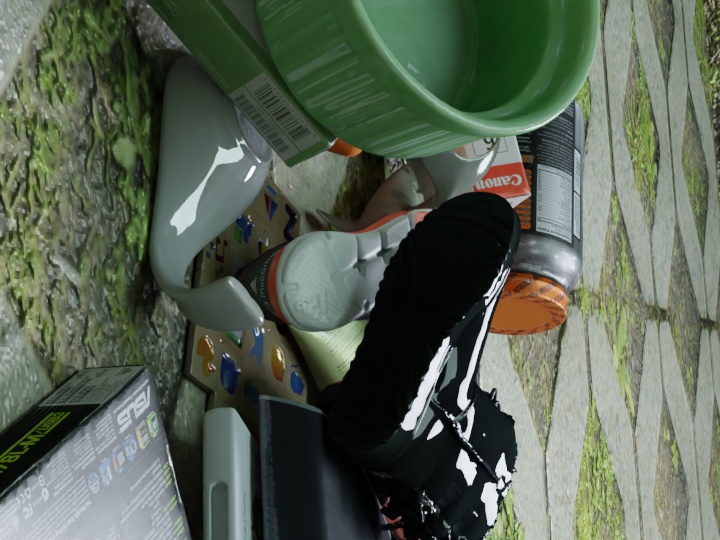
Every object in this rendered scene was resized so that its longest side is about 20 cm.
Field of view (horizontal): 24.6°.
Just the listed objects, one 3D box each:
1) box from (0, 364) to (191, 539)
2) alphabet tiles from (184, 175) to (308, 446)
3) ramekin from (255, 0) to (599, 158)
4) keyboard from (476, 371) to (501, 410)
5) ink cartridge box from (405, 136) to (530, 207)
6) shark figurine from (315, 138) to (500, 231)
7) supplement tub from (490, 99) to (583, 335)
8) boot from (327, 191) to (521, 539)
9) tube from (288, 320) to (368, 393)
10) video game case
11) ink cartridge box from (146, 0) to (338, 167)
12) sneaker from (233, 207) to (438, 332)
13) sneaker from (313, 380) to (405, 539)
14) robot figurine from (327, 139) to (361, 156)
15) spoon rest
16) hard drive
[{"bbox_3d":[-0.136,0.170,0.786,0.200,0.047,0.195,-48,131,-64],"label":"box"},{"bbox_3d":[-0.067,0.033,1.054,0.166,0.006,0.202,48,41,-58],"label":"alphabet tiles"},{"bbox_3d":[0.034,-0.162,0.948,0.199,0.097,0.202,12,70,-36],"label":"ramekin"},{"bbox_3d":[0.078,0.098,1.178,0.128,0.020,0.201,-111,-171,-45],"label":"keyboard"},{"bbox_3d":[0.083,-0.072,1.282,0.109,0.050,0.202,143,-65,-66],"label":"ink cartridge box"},{"bbox_3d":[0.016,-0.038,1.145,0.214,0.089,0.129,156,-44,-77],"label":"shark figurine"},{"bbox_3d":[0.134,-0.053,1.441,0.123,0.121,0.202,47,43,-58],"label":"supplement tub"},{"bbox_3d":[0.061,0.072,1.024,0.199,0.073,0.163,-62,144,-19],"label":"boot"},{"bbox_3d":[0.000,0.083,1.152,0.058,0.051,0.201,-100,172,-54],"label":"tube"},{"bbox_3d":[-0.051,0.205,0.956,0.201,0.023,0.183,66,16,-54],"label":"video game case"},{"bbox_3d":[-0.027,-0.181,1.000,0.146,0.048,0.200,49,51,-15],"label":"ink cartridge box"},{"bbox_3d":[0.000,0.000,1.058,0.199,0.081,0.078,1,87,-45],"label":"sneaker"},{"bbox_3d":[0.027,0.126,1.122,0.087,0.073,0.201,-48,139,-21],"label":"sneaker"},{"bbox_3d":[0.003,-0.170,1.115,0.144,0.116,0.201,48,51,-31],"label":"robot figurine"},{"bbox_3d":[-0.089,-0.045,0.961,0.100,0.060,0.201,54,23,-40],"label":"spoon rest"},{"bbox_3d":[-0.015,0.172,1.003,0.201,0.042,0.136,66,16,-54],"label":"hard drive"}]
